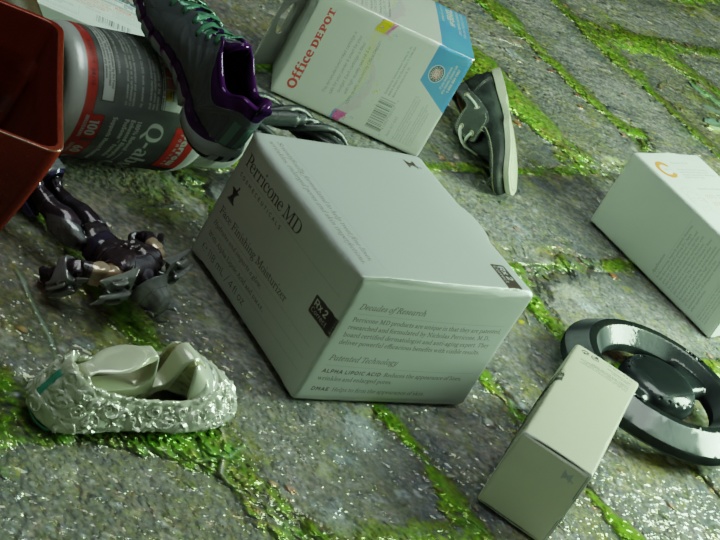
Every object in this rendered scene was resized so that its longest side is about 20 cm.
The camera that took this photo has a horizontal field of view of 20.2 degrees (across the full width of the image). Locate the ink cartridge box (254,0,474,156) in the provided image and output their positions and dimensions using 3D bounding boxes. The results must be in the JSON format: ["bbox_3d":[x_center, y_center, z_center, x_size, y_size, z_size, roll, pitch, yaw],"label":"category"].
[{"bbox_3d":[-0.001,-0.235,2.116,0.200,0.129,0.125,25,26,-14],"label":"ink cartridge box"}]

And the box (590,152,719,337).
[{"bbox_3d":[0.370,-0.029,2.182,0.124,0.098,0.200,-1,41,-47],"label":"box"}]

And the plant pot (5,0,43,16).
[{"bbox_3d":[-0.344,-0.205,1.646,0.200,0.200,0.198,4,44,-43],"label":"plant pot"}]

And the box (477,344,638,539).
[{"bbox_3d":[0.168,0.142,1.689,0.068,0.082,0.200,34,25,5],"label":"box"}]

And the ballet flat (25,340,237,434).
[{"bbox_3d":[-0.153,0.083,1.470,0.200,0.072,0.072,-3,41,-50],"label":"ballet flat"}]

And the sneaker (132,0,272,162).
[{"bbox_3d":[-0.126,-0.195,1.714,0.074,0.088,0.200,-6,65,-45],"label":"sneaker"}]

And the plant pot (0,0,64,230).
[{"bbox_3d":[-0.342,-0.100,1.463,0.199,0.176,0.200,21,29,-20],"label":"plant pot"}]

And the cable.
[{"bbox_3d":[-0.065,-0.122,1.916,0.200,0.051,0.163,36,24,-6],"label":"cable"}]

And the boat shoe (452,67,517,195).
[{"bbox_3d":[0.136,-0.145,2.198,0.067,0.072,0.200,-9,39,2],"label":"boat shoe"}]

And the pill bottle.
[{"bbox_3d":[-0.197,-0.149,1.771,0.200,0.116,0.116,7,35,-40],"label":"pill bottle"}]

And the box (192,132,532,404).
[{"bbox_3d":[0.000,0.000,1.702,0.200,0.131,0.199,6,35,-41],"label":"box"}]

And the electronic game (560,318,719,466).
[{"bbox_3d":[0.277,0.112,1.897,0.200,0.042,0.200,24,26,-13],"label":"electronic game"}]

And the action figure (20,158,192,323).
[{"bbox_3d":[-0.217,-0.027,1.598,0.200,0.069,0.130,44,21,16],"label":"action figure"}]

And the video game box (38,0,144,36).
[{"bbox_3d":[-0.295,-0.274,1.969,0.200,0.047,0.182,23,29,-17],"label":"video game box"}]
